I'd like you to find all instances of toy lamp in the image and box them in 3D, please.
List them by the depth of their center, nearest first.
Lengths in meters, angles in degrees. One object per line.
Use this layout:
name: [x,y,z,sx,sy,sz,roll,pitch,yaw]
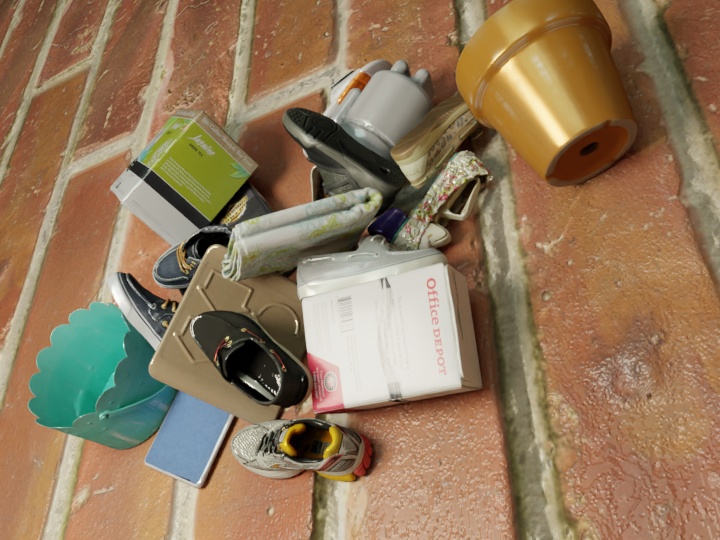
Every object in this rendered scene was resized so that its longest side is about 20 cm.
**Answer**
toy lamp: [0.000,0.000,1.024,0.058,0.058,0.201,27,77,42]

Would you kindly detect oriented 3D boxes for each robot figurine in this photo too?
robot figurine: [0.035,-0.218,1.110,0.169,0.113,0.201,29,77,27]

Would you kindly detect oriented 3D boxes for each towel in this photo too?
towel: [-0.080,-0.041,0.961,0.198,0.171,0.049,-18,82,-18]

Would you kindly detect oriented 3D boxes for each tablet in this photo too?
tablet: [-0.230,0.204,1.071,0.129,0.014,0.201,7,64,38]

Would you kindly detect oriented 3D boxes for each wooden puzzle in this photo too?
wooden puzzle: [-0.169,0.091,1.023,0.201,0.184,0.046,-67,10,-17]

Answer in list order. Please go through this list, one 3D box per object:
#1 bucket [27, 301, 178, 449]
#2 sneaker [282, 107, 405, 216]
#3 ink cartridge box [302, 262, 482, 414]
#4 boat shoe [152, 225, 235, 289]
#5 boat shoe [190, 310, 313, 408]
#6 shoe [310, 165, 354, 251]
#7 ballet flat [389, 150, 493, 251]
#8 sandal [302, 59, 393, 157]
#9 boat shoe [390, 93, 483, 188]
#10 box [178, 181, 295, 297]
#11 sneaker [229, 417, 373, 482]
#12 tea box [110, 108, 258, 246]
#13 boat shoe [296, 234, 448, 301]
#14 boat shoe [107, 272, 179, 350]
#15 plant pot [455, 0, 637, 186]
bucket: [-0.382,0.164,1.117,0.206,0.135,0.209,-17,53,24]
sneaker: [-0.041,-0.141,1.046,0.076,0.199,0.115,-49,-7,-49]
ink cartridge box: [0.038,0.088,0.896,0.198,0.083,0.147,-14,72,25]
boat shoe: [-0.251,-0.025,1.109,0.199,0.091,0.072,-19,80,20]
boat shoe: [-0.148,0.103,0.917,0.201,0.063,0.074,30,98,33]
shoe: [-0.052,-0.077,1.114,0.069,0.053,0.201,-21,50,21]
ballet flat: [0.108,-0.075,0.996,0.064,0.076,0.201,32,84,27]
sandal: [-0.030,-0.275,1.218,0.207,0.079,0.059,-45,49,2]
boat shoe: [0.122,-0.195,1.046,0.200,0.063,0.073,-42,24,-25]
box: [-0.205,-0.019,1.184,0.200,0.050,0.199,-43,45,3]
sneaker: [-0.085,0.213,0.919,0.198,0.082,0.079,-8,56,30]
tea box: [-0.304,-0.158,1.250,0.197,0.134,0.200,-50,27,-7]
boat shoe: [0.011,-0.011,0.949,0.199,0.070,0.072,-12,76,7]
boat shoe: [-0.272,0.066,1.068,0.091,0.201,0.071,-37,7,0]
plant pot: [0.246,-0.215,0.927,0.199,0.200,0.185,-29,64,14]
